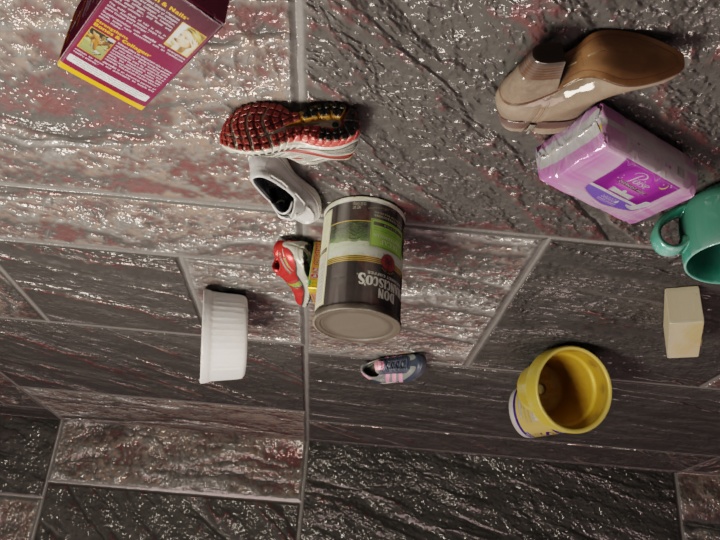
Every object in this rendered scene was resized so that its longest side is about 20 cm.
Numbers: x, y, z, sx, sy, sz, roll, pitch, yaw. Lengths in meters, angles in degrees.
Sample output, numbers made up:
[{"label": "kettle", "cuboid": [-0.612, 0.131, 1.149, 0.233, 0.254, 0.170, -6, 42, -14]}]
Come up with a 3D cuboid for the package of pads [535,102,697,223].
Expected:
[{"label": "package of pads", "cuboid": [0.353, -0.142, 0.962, 0.198, 0.077, 0.120, 19, 152, -27]}]

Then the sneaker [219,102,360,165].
[{"label": "sneaker", "cuboid": [-0.097, -0.177, 0.964, 0.197, 0.079, 0.082, 3, 156, 4]}]

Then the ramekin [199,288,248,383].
[{"label": "ramekin", "cuboid": [-0.298, 0.143, 1.520, 0.096, 0.203, 0.201, 2, 155, -13]}]

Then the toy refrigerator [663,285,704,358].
[{"label": "toy refrigerator", "cuboid": [0.660, 0.109, 1.424, 0.069, 0.077, 0.200, -6, 152, 20]}]

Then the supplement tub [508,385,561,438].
[{"label": "supplement tub", "cuboid": [0.520, 0.371, 1.900, 0.144, 0.147, 0.199, 23, 149, -34]}]

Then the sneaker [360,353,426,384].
[{"label": "sneaker", "cuboid": [0.083, 0.256, 1.823, 0.081, 0.071, 0.199, 21, 148, -37]}]

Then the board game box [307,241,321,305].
[{"label": "board game box", "cuboid": [-0.069, 0.033, 1.364, 0.029, 0.097, 0.201, 4, 154, 7]}]

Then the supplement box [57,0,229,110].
[{"label": "supplement box", "cuboid": [-0.238, -0.278, 0.769, 0.109, 0.087, 0.199, 24, 148, -35]}]

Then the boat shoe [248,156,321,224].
[{"label": "boat shoe", "cuboid": [-0.117, -0.117, 1.097, 0.071, 0.069, 0.200, -3, 153, 15]}]

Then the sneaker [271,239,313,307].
[{"label": "sneaker", "cuboid": [-0.129, -0.001, 1.353, 0.084, 0.078, 0.201, 12, 148, 9]}]

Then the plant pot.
[{"label": "plant pot", "cuboid": [0.479, 0.291, 1.711, 0.198, 0.204, 0.189, 10, 168, -11]}]

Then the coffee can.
[{"label": "coffee can", "cuboid": [0.000, 0.000, 1.166, 0.144, 0.203, 0.147, 3, 154, 2]}]

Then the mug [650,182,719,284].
[{"label": "mug", "cuboid": [0.545, -0.068, 1.039, 0.183, 0.116, 0.152, 18, 151, -25]}]

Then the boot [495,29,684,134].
[{"label": "boot", "cuboid": [0.265, -0.217, 0.848, 0.197, 0.071, 0.147, 5, 160, 2]}]
